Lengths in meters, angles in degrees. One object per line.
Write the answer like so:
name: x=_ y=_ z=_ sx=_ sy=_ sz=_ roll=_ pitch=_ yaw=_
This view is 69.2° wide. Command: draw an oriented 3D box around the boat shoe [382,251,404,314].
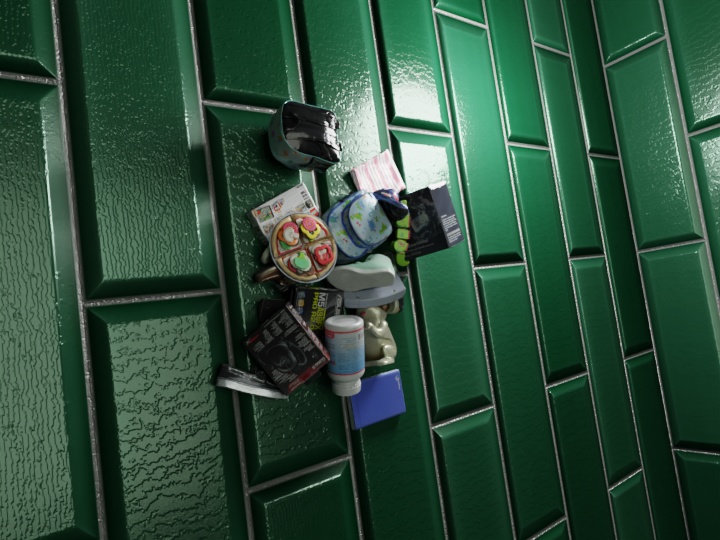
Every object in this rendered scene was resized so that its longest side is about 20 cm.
boat shoe: x=0.098 y=0.041 z=1.650 sx=0.062 sy=0.074 sz=0.204 roll=14 pitch=63 yaw=-49

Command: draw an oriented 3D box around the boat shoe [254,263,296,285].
boat shoe: x=-0.196 y=0.006 z=1.436 sx=0.198 sy=0.075 sz=0.073 roll=-19 pitch=96 yaw=-35

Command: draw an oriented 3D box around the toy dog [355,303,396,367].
toy dog: x=0.046 y=0.176 z=1.550 sx=0.192 sy=0.138 sz=0.204 roll=-5 pitch=84 yaw=-46

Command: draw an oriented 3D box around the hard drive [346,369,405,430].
hard drive: x=0.048 y=0.388 z=1.579 sx=0.197 sy=0.025 sz=0.135 roll=-7 pitch=85 yaw=-38

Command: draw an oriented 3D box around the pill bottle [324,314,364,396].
pill bottle: x=-0.042 y=0.232 z=1.427 sx=0.107 sy=0.108 sz=0.204 roll=-11 pitch=105 yaw=-37

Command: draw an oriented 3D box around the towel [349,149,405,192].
towel: x=0.062 y=-0.299 z=1.715 sx=0.199 sy=0.030 sz=0.148 roll=-36 pitch=104 yaw=-36

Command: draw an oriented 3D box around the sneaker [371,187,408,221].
sneaker: x=0.089 y=-0.211 z=1.576 sx=0.078 sy=0.200 sz=0.076 roll=-36 pitch=126 yaw=-12

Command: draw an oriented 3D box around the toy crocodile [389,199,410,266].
toy crocodile: x=0.129 y=-0.116 z=1.613 sx=0.060 sy=0.067 sz=0.204 roll=4 pitch=90 yaw=-9

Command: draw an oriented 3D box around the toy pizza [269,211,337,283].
toy pizza: x=-0.150 y=-0.066 z=1.411 sx=0.197 sy=0.032 sz=0.204 roll=9 pitch=70 yaw=-25

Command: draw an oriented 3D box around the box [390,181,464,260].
box: x=0.199 y=-0.155 z=1.675 sx=0.117 sy=0.195 sz=0.203 roll=-24 pitch=96 yaw=-50

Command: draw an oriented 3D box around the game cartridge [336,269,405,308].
game cartridge: x=0.027 y=0.049 z=1.543 sx=0.196 sy=0.134 sz=0.041 roll=-9 pitch=130 yaw=-19

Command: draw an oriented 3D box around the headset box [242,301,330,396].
headset box: x=-0.182 y=0.208 z=1.344 sx=0.148 sy=0.077 sz=0.201 roll=-39 pitch=96 yaw=2

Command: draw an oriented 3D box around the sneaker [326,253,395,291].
sneaker: x=0.000 y=0.000 z=1.522 sx=0.196 sy=0.119 sz=0.075 roll=1 pitch=119 yaw=0

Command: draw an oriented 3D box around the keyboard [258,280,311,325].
keyboard: x=-0.186 y=0.091 z=1.440 sx=0.197 sy=0.021 sz=0.130 roll=5 pitch=105 yaw=-37

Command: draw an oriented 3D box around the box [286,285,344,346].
box: x=-0.133 y=0.147 z=1.440 sx=0.158 sy=0.044 sz=0.204 roll=6 pitch=95 yaw=-36

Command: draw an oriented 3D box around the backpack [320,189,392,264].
backpack: x=-0.019 y=-0.129 z=1.549 sx=0.199 sy=0.146 sz=0.185 roll=-38 pitch=101 yaw=-32

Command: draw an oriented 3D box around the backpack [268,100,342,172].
backpack: x=-0.168 y=-0.377 z=1.476 sx=0.198 sy=0.152 sz=0.180 roll=7 pitch=75 yaw=-46

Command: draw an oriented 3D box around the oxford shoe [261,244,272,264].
oxford shoe: x=-0.190 y=-0.067 z=1.449 sx=0.058 sy=0.076 sz=0.199 roll=45 pitch=48 yaw=16

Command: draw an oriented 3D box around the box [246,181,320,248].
box: x=-0.215 y=-0.159 z=1.475 sx=0.199 sy=0.034 sz=0.111 roll=-36 pitch=104 yaw=-36

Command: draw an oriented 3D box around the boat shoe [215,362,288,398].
boat shoe: x=-0.269 y=0.282 z=1.335 sx=0.197 sy=0.071 sz=0.069 roll=20 pitch=71 yaw=-25
